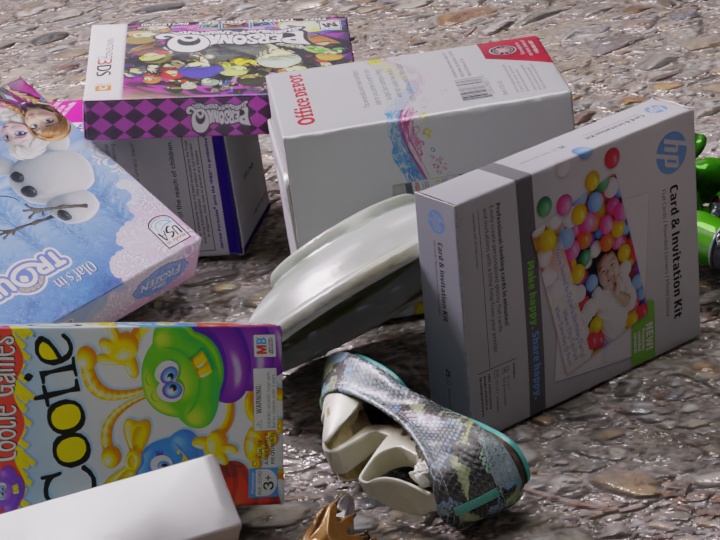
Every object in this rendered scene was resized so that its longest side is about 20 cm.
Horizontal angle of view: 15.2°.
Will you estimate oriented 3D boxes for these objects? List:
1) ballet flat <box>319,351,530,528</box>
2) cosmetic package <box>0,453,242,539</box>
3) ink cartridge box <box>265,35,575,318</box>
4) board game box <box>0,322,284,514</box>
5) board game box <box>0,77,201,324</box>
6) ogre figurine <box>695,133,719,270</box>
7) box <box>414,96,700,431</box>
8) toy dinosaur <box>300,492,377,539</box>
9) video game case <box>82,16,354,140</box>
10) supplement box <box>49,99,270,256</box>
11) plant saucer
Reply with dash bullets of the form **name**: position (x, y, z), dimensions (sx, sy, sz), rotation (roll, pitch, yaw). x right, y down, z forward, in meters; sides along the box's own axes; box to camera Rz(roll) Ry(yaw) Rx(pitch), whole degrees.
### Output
- **ballet flat**: position (0.016, 0.098, 1.554), dimensions (0.074, 0.075, 0.200), rotation (-18, 20, -27)
- **cosmetic package**: position (-0.165, 0.159, 1.414), dimensions (0.199, 0.083, 0.051), rotation (-15, 58, -19)
- **ink cartridge box**: position (0.043, -0.062, 1.844), dimensions (0.198, 0.146, 0.145), rotation (-8, 22, -3)
- **board game box**: position (-0.153, 0.081, 1.496), dimensions (0.199, 0.104, 0.105), rotation (0, -1, -34)
- **board game box**: position (-0.248, -0.027, 1.854), dimensions (0.199, 0.044, 0.199), rotation (41, 50, 23)
- **ogre figurine**: position (0.230, -0.039, 1.804), dimensions (0.119, 0.099, 0.201), rotation (13, 39, 6)
- **box**: position (0.124, -0.002, 1.644), dimensions (0.199, 0.157, 0.041), rotation (-22, 29, -36)
- **toy dinosaur**: position (-0.043, 0.175, 1.404), dimensions (0.106, 0.061, 0.200), rotation (-36, -3, 42)
- **video game case**: position (-0.102, -0.142, 1.976), dimensions (0.198, 0.036, 0.182), rotation (-2, 23, -2)
- **supplement box**: position (-0.179, -0.068, 2.006), dimensions (0.198, 0.104, 0.101), rotation (-5, 20, 12)
- **plant saucer**: position (0.000, 0.000, 1.687), dimensions (0.199, 0.050, 0.200), rotation (-30, -9, -5)
